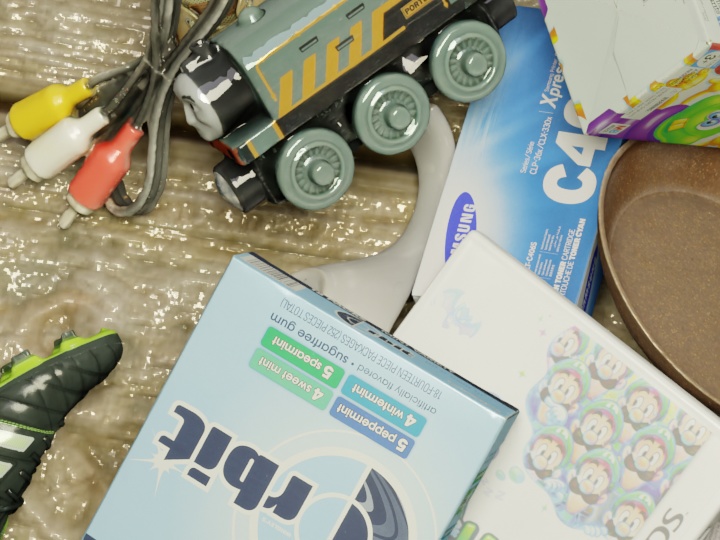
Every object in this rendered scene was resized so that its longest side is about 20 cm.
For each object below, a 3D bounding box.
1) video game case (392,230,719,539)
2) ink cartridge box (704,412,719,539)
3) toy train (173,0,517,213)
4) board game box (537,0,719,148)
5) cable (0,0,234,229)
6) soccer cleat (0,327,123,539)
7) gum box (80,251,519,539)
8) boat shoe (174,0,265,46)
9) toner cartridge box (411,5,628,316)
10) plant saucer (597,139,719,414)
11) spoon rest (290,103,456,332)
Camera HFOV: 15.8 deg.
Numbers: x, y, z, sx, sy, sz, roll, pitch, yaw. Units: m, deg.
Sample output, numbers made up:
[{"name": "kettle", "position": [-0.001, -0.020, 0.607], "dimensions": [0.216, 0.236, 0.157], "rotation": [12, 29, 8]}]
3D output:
[{"name": "video game case", "position": [0.082, 0.109, 1.383], "dimensions": [0.200, 0.024, 0.182], "rotation": [39, 98, 19]}, {"name": "ink cartridge box", "position": [0.166, 0.125, 1.426], "dimensions": [0.199, 0.042, 0.120], "rotation": [18, 70, 4]}, {"name": "toy train", "position": [-0.009, -0.119, 1.429], "dimensions": [0.200, 0.085, 0.114], "rotation": [-36, 115, -9]}, {"name": "board game box", "position": [0.211, -0.135, 1.444], "dimensions": [0.200, 0.103, 0.105], "rotation": [3, 61, -40]}, {"name": "cable", "position": [-0.124, -0.099, 1.448], "dimensions": [0.097, 0.200, 0.050], "rotation": [49, 35, 6]}, {"name": "soccer cleat", "position": [-0.205, 0.106, 1.417], "dimensions": [0.200, 0.068, 0.081], "rotation": [-36, 91, -13]}, {"name": "gum box", "position": [-0.039, 0.119, 1.375], "dimensions": [0.170, 0.045, 0.200], "rotation": [31, 100, 10]}, {"name": "boat shoe", "position": [-0.083, -0.150, 1.483], "dimensions": [0.075, 0.074, 0.201], "rotation": [-23, 91, 5]}, {"name": "toner cartridge box", "position": [0.102, -0.054, 1.472], "dimensions": [0.095, 0.043, 0.201], "rotation": [8, 62, 18]}, {"name": "plant saucer", "position": [0.205, 0.011, 1.437], "dimensions": [0.200, 0.037, 0.201], "rotation": [20, 48, -24]}, {"name": "spoon rest", "position": [0.000, 0.000, 1.454], "dimensions": [0.061, 0.099, 0.200], "rotation": [46, 63, -32]}]
